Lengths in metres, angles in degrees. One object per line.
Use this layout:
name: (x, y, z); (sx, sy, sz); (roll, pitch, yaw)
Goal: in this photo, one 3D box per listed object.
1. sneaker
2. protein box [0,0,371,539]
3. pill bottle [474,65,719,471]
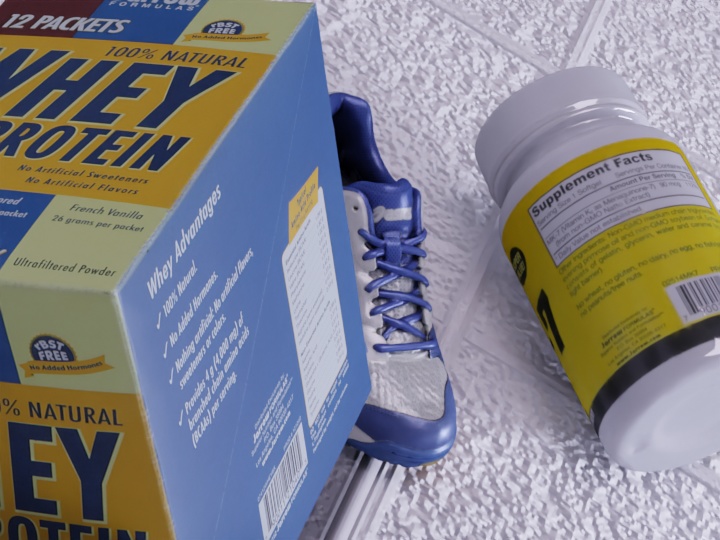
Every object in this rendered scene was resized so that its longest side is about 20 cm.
sneaker: (0.000, 0.000, 0.955); (0.075, 0.088, 0.200); (-5, 56, -37)
protein box: (-0.097, 0.023, 0.761); (0.134, 0.201, 0.199); (6, 38, 19)
pill bottle: (0.142, -0.005, 1.026); (0.114, 0.114, 0.201); (-2, 53, -33)
